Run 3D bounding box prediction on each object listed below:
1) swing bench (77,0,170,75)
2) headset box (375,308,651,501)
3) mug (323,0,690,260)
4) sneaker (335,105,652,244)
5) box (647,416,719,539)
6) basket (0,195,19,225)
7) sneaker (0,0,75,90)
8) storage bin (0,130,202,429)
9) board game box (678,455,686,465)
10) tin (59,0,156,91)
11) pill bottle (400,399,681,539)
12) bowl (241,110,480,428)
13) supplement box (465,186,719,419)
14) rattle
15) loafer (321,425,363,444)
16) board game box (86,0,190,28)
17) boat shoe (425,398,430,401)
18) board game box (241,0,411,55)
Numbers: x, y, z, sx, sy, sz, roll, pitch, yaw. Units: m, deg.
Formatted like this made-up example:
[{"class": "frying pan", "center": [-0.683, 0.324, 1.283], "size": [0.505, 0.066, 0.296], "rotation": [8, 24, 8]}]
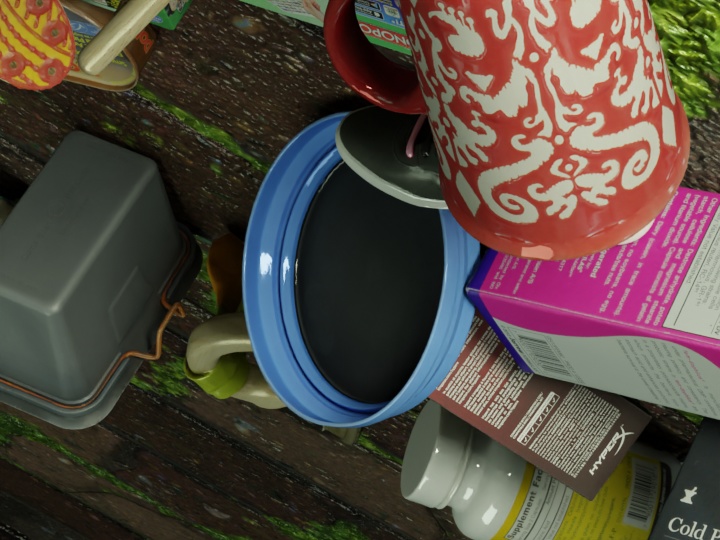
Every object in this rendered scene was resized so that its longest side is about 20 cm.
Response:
[{"class": "swing bench", "center": [-0.132, -0.231, 0.978], "size": [0.199, 0.130, 0.200], "rotation": [37, 136, -22]}, {"class": "headset box", "center": [0.083, 0.055, 1.410], "size": [0.200, 0.077, 0.149], "rotation": [32, -172, -15]}, {"class": "mug", "center": [0.062, -0.110, 1.010], "size": [0.177, 0.134, 0.200], "rotation": [-10, 146, 10]}, {"class": "sneaker", "center": [0.073, -0.080, 1.192], "size": [0.199, 0.071, 0.099], "rotation": [16, 154, 20]}, {"class": "box", "center": [0.305, 0.152, 1.259], "size": [0.199, 0.197, 0.124], "rotation": [14, 155, 35]}, {"class": "basket", "center": [-0.308, 0.019, 1.820], "size": [0.200, 0.139, 0.176], "rotation": [47, 155, -25]}, {"class": "sneaker", "center": [-0.253, -0.185, 1.254], "size": [0.200, 0.073, 0.077], "rotation": [42, 179, -24]}, {"class": "storage bin", "center": [-0.212, 0.001, 1.594], "size": [0.145, 0.200, 0.135], "rotation": [22, 150, 16]}, {"class": "board game box", "center": [0.339, 0.193, 1.569], "size": [0.199, 0.026, 0.200], "rotation": [29, 161, -2]}, {"class": "tin", "center": [-0.224, -0.174, 1.389], "size": [0.199, 0.042, 0.112], "rotation": [16, 153, 31]}, {"class": "pill bottle", "center": [0.137, 0.164, 1.583], "size": [0.199, 0.112, 0.111], "rotation": [19, 162, -12]}, {"class": "bowl", "center": [0.000, 0.000, 1.313], "size": [0.039, 0.202, 0.200], "rotation": [5, 179, -40]}, {"class": "supplement box", "center": [0.182, 0.016, 1.228], "size": [0.199, 0.104, 0.101], "rotation": [15, 156, 36]}, {"class": "rattle", "center": [-0.040, 0.023, 1.545], "size": [0.130, 0.143, 0.200], "rotation": [36, 144, -16]}, {"class": "loafer", "center": [-0.013, 0.074, 1.680], "size": [0.067, 0.076, 0.200], "rotation": [25, 150, 10]}, {"class": "board game box", "center": [-0.208, -0.220, 1.246], "size": [0.199, 0.029, 0.135], "rotation": [20, 159, 22]}, {"class": "boat shoe", "center": [0.052, 0.070, 1.585], "size": [0.073, 0.063, 0.201], "rotation": [25, 163, 4]}, {"class": "board game box", "center": [-0.030, -0.180, 1.130], "size": [0.199, 0.029, 0.135], "rotation": [20, 159, 21]}]
